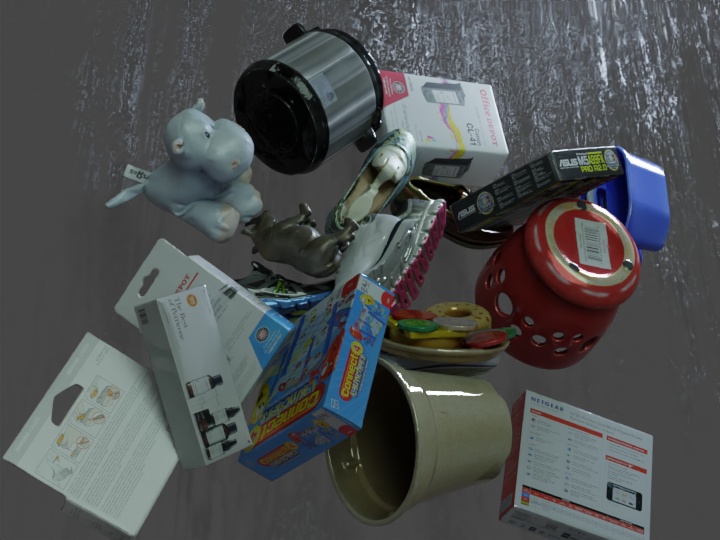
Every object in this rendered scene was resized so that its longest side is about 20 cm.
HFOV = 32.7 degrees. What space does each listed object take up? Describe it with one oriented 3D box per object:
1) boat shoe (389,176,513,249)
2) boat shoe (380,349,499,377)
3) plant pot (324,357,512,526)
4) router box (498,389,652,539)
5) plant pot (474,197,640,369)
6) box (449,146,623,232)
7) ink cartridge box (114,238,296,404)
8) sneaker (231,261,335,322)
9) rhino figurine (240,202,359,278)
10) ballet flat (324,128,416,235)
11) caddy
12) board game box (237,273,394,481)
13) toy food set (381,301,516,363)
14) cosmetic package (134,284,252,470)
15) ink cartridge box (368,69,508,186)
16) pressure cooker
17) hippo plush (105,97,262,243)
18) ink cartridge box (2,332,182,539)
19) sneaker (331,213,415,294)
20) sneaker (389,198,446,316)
[{"bbox_3d":[0.145,-0.087,1.819,0.197,0.068,0.073,11,51,-17],"label":"boat shoe"},{"bbox_3d":[0.102,0.134,1.658,0.197,0.072,0.063,-1,99,-31],"label":"boat shoe"},{"bbox_3d":[0.082,0.205,1.529,0.181,0.201,0.203,1,56,-35],"label":"plant pot"},{"bbox_3d":[0.292,0.276,1.642,0.197,0.049,0.181,21,52,-8],"label":"router box"},{"bbox_3d":[0.281,0.010,1.740,0.197,0.183,0.203,10,53,-13],"label":"plant pot"},{"bbox_3d":[0.249,-0.114,1.740,0.159,0.199,0.045,-8,76,-44],"label":"box"},{"bbox_3d":[-0.194,0.061,1.539,0.199,0.068,0.117,36,94,3],"label":"ink cartridge box"},{"bbox_3d":[-0.114,0.025,1.631,0.196,0.071,0.084,-3,64,-21],"label":"sneaker"},{"bbox_3d":[-0.092,-0.044,1.649,0.198,0.060,0.088,18,62,41],"label":"rhino figurine"},{"bbox_3d":[0.023,-0.119,1.741,0.074,0.074,0.202,32,78,1],"label":"ballet flat"},{"bbox_3d":[0.392,-0.092,1.882,0.103,0.142,0.203,16,52,-17],"label":"caddy"},{"bbox_3d":[-0.054,0.131,1.497,0.055,0.199,0.198,32,49,-20],"label":"board game box"},{"bbox_3d":[0.108,0.081,1.629,0.197,0.198,0.050,1,99,-23],"label":"toy food set"},{"bbox_3d":[-0.197,0.126,1.461,0.082,0.050,0.203,-18,91,-50],"label":"cosmetic package"},{"bbox_3d":[0.112,-0.217,1.885,0.197,0.086,0.150,3,56,-19],"label":"ink cartridge box"},{"bbox_3d":[-0.062,-0.248,1.770,0.177,0.178,0.200,21,42,31],"label":"pressure cooker"},{"bbox_3d":[-0.214,-0.156,1.645,0.197,0.162,0.161,20,44,-2],"label":"hippo plush"},{"bbox_3d":[-0.298,0.197,1.451,0.175,0.045,0.201,30,51,-3],"label":"ink cartridge box"},{"bbox_3d":[0.000,0.000,1.640,0.079,0.077,0.201,18,48,22],"label":"sneaker"},{"bbox_3d":[0.050,-0.023,1.735,0.086,0.074,0.202,15,64,24],"label":"sneaker"}]
